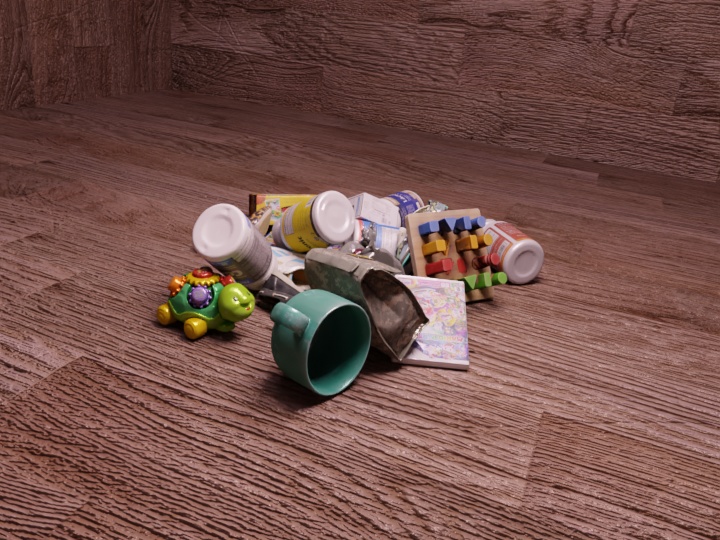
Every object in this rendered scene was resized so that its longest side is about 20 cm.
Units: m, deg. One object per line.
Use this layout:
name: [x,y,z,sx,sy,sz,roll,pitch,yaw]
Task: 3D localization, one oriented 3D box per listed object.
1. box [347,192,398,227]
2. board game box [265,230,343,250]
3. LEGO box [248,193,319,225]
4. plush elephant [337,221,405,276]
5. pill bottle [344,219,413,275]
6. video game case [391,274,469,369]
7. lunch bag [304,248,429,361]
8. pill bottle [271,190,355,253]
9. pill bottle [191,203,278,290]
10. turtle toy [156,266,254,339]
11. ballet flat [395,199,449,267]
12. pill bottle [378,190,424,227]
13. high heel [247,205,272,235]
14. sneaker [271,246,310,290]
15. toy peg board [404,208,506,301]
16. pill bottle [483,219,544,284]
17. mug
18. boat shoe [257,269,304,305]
box: [-0.012,-0.125,1.585,0.115,0.062,0.198,18,-18,-33]
board game box: [-0.139,-0.057,1.583,0.195,0.035,0.136,11,23,11]
LEGO box: [-0.193,-0.164,1.724,0.195,0.079,0.149,-1,8,-18]
plush elephant: [0.000,0.000,1.341,0.162,0.205,0.154,-14,10,-25]
pill bottle: [0.066,-0.047,1.498,0.196,0.114,0.113,10,21,-14]
video game case: [0.131,0.093,1.216,0.140,0.018,0.203,6,47,-1]
lunch bag: [0.005,0.040,1.134,0.163,0.201,0.118,20,63,47]
pill bottle: [-0.110,-0.098,1.412,0.110,0.114,0.198,-14,1,-40]
pill bottle: [-0.240,-0.038,1.275,0.112,0.116,0.200,14,-17,20]
turtle toy: [-0.277,0.054,1.197,0.197,0.103,0.145,19,26,29]
ballet flat: [0.121,-0.084,1.434,0.073,0.075,0.200,22,56,35]
pill bottle: [0.081,-0.143,1.738,0.114,0.118,0.199,20,26,30]
high heel: [-0.306,-0.110,1.569,0.140,0.072,0.202,16,46,11]
sneaker: [-0.173,0.000,1.390,0.195,0.078,0.081,4,24,0]
toy peg board: [0.215,-0.035,1.376,0.196,0.204,0.097,-7,-5,-29]
pill bottle: [0.361,-0.055,1.605,0.110,0.115,0.200,-2,24,-18]
mug: [-0.075,0.097,1.039,0.113,0.188,0.151,20,43,40]
boat shoe: [-0.123,0.074,1.263,0.198,0.072,0.068,32,70,34]
